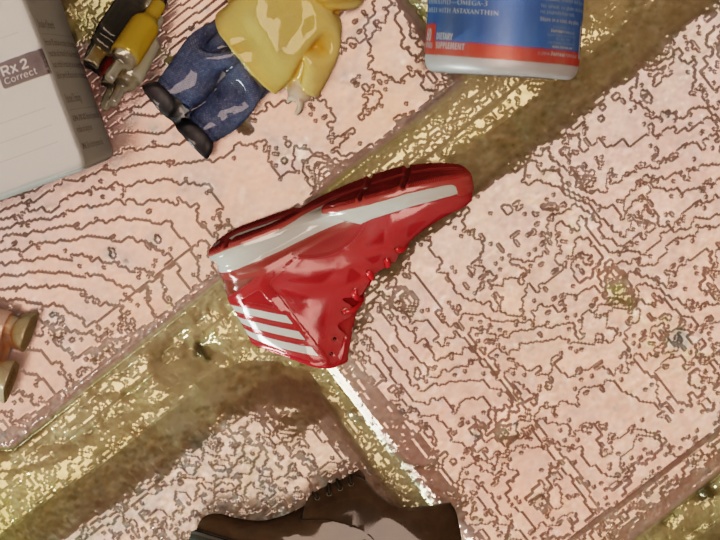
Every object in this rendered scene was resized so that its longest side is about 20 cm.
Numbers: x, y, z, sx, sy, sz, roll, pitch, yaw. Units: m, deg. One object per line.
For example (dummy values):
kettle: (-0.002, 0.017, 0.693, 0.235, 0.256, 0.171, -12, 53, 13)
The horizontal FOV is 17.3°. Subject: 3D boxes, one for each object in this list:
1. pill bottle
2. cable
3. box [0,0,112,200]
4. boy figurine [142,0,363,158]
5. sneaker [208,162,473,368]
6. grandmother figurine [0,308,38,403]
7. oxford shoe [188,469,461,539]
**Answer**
pill bottle: (0.105, -0.237, 1.663, 0.112, 0.112, 0.201, 3, 94, 0)
cable: (-0.139, -0.202, 1.693, 0.050, 0.097, 0.200, 34, 73, -4)
box: (-0.290, -0.103, 1.629, 0.198, 0.200, 0.131, -20, 95, 2)
boy figurine: (-0.067, -0.176, 1.692, 0.200, 0.064, 0.124, -45, 93, 2)
sneaker: (0.000, 0.000, 1.710, 0.199, 0.078, 0.116, -17, 103, 13)
grandmother figurine: (-0.343, 0.037, 1.715, 0.199, 0.061, 0.122, 19, 67, 1)
oxford shoe: (-0.025, 0.188, 1.725, 0.199, 0.073, 0.085, 4, 78, -2)
